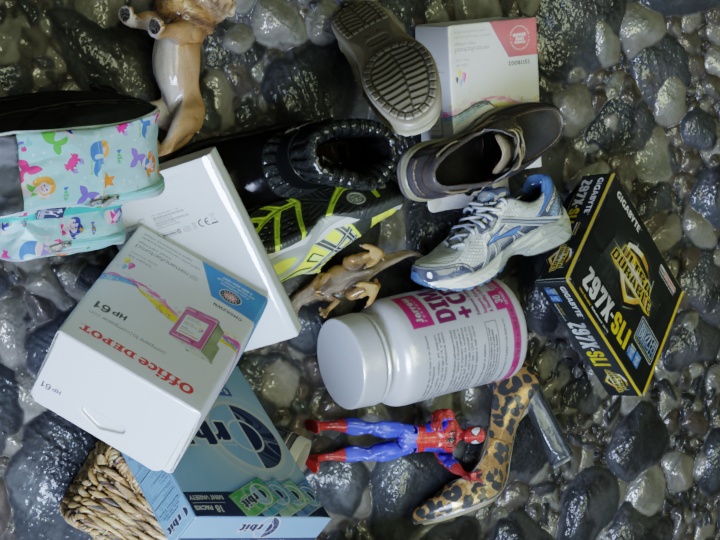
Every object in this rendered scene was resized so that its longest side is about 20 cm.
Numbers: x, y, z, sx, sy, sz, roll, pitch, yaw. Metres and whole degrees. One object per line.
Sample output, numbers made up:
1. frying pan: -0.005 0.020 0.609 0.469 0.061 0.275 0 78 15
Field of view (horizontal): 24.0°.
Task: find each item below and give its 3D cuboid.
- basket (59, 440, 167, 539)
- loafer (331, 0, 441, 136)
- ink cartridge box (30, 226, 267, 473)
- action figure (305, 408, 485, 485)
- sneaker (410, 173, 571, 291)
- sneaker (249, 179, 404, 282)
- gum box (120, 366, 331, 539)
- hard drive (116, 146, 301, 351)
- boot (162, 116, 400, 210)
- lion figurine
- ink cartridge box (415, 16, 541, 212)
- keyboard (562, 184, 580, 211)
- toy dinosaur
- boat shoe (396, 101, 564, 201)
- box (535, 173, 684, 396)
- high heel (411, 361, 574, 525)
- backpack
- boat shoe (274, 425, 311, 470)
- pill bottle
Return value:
1. basket: -0.162 0.214 1.587 0.200 0.143 0.149 34 82 -10
2. loafer: 0.033 -0.192 1.661 0.076 0.200 0.068 -26 134 0
3. ink cartridge box: -0.186 0.068 1.523 0.144 0.200 0.085 29 124 -2
4. action figure: 0.052 0.183 1.762 0.200 0.099 0.065 -3 101 -26
5. sneaker: 0.130 -0.046 1.780 0.200 0.077 0.085 -27 118 -28
6. sneaker: -0.042 -0.044 1.709 0.200 0.075 0.077 -24 140 -30
7. gum box: -0.142 0.167 1.569 0.170 0.200 0.045 10 127 -46
8. hard drive: -0.155 -0.009 1.608 0.200 0.132 0.027 65 22 -22
9. boot: -0.083 -0.094 1.611 0.211 0.158 0.080 -27 110 -26
10. lion figurine: -0.172 -0.190 1.596 0.122 0.072 0.200 -12 116 -59
11. ink cartridge box: 0.127 -0.163 1.786 0.116 0.067 0.200 -11 103 -30
12. keyboard: 0.257 0.003 1.923 0.104 0.040 0.200 -39 117 -47
13. toy dinosaur: 0.000 0.000 1.728 0.200 0.106 0.061 -22 97 -21
14. boat shoe: 0.134 -0.116 1.714 0.200 0.073 0.075 -26 110 -25
15. box: 0.280 0.018 1.880 0.200 0.049 0.160 54 50 -34
16. high heel: 0.120 0.183 1.855 0.200 0.071 0.143 -26 87 -13
17. backpack: -0.272 -0.091 1.485 0.200 0.177 0.151 -21 112 -38
18. boat shoe: -0.121 0.247 1.713 0.063 0.073 0.200 27 87 11
19. pill bottle: 0.064 0.077 1.756 0.200 0.113 0.114 -12 104 -30
